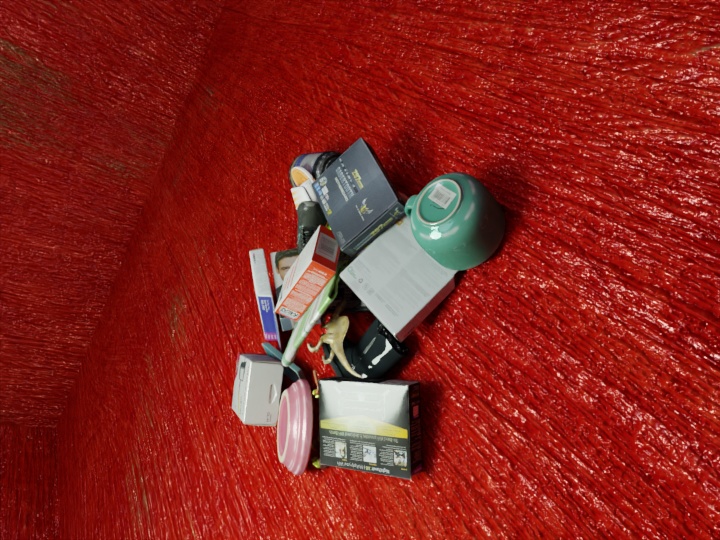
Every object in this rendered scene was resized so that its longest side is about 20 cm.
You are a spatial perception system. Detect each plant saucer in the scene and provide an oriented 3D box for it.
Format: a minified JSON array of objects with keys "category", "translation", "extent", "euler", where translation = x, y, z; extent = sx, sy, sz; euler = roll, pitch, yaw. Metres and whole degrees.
[{"category":"plant saucer","translation":[-0.187,0.237,1.300],"extent":[0.019,0.071,0.199],"euler":[-34,31,-22]},{"category":"plant saucer","translation":[-0.149,0.345,1.155],"extent":[0.200,0.050,0.205],"euler":[-173,90,-74]}]

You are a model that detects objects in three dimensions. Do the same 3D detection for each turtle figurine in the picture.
[{"category":"turtle figurine","translation":[-0.064,0.323,1.104],"extent":[0.200,0.064,0.163],"euler":[46,120,39]}]

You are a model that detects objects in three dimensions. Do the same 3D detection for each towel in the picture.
[{"category":"towel","translation":[-0.096,0.095,1.098],"extent":[0.201,0.030,0.150],"euler":[-54,12,28]}]

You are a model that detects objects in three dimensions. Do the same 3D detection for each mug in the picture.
[{"category":"mug","translation":[0.150,-0.089,0.923],"extent":[0.182,0.114,0.155],"euler":[-16,57,32]}]

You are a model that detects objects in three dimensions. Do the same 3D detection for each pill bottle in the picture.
[{"category":"pill bottle","translation":[-0.090,-0.243,1.320],"extent":[0.198,0.110,0.114],"euler":[12,85,52]}]

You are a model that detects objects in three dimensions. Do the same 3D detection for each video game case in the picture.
[{"category":"video game case","translation":[0.000,0.000,1.139],"extent":[0.197,0.025,0.185],"euler":[-5,74,36]}]

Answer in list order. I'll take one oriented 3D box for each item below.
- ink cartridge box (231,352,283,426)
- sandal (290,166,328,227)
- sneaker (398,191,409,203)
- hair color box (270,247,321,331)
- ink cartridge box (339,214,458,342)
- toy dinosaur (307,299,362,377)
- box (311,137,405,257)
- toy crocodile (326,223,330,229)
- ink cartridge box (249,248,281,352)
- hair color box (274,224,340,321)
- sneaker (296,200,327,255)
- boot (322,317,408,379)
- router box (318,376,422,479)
[{"category":"ink cartridge box","translation":[-0.259,0.289,1.293],"extent":[0.199,0.084,0.151],"euler":[169,107,-69]},{"category":"sandal","translation":[-0.122,-0.155,1.276],"extent":[0.209,0.059,0.079],"euler":[61,151,-4]},{"category":"sneaker","translation":[0.031,-0.165,1.173],"extent":[0.197,0.074,0.115],"euler":[1,35,27]},{"category":"hair color box","translation":[-0.163,0.042,1.301],"extent":[0.061,0.097,0.203],"euler":[89,168,-53]},{"category":"ink cartridge box","translation":[0.085,0.003,1.015],"extent":[0.200,0.043,0.196],"euler":[-43,51,-3]},{"category":"toy dinosaur","translation":[-0.054,0.140,1.043],"extent":[0.101,0.058,0.202],"euler":[-40,38,27]},{"category":"box","translation":[-0.007,-0.155,1.090],"extent":[0.157,0.051,0.202],"euler":[-38,57,19]},{"category":"toy crocodile","translation":[-0.051,-0.058,1.246],"extent":[0.067,0.061,0.204],"euler":[16,86,34]},{"category":"ink cartridge box","translation":[-0.245,0.085,1.346],"extent":[0.198,0.042,0.203],"euler":[93,164,-50]},{"category":"hair color box","translation":[-0.115,0.009,1.149],"extent":[0.200,0.063,0.112],"euler":[-48,24,42]},{"category":"sneaker","translation":[-0.115,-0.083,1.235],"extent":[0.201,0.074,0.081],"euler":[94,179,-56]},{"category":"boot","translation":[0.009,0.153,1.070],"extent":[0.169,0.076,0.201],"euler":[-53,38,18]},{"category":"router box","translation":[0.015,0.283,0.959],"extent":[0.196,0.052,0.161],"euler":[-3,85,32]}]
